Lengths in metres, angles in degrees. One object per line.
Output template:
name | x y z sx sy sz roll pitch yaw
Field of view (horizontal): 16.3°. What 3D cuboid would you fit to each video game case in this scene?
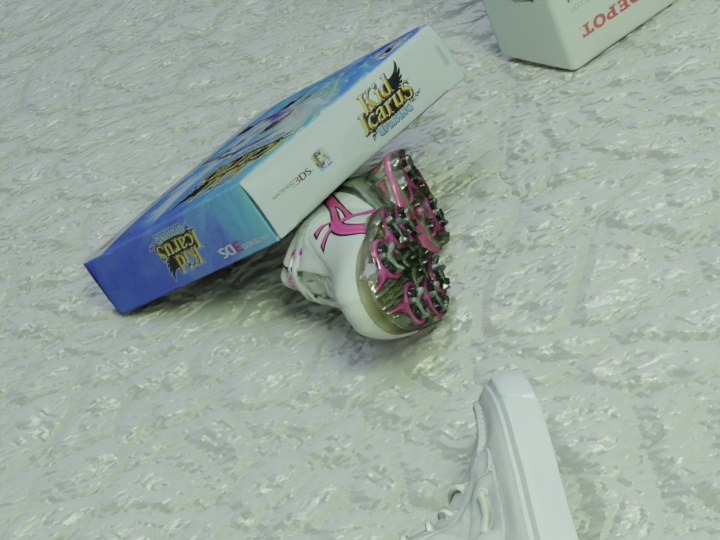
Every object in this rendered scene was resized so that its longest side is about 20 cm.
video game case | -0.056 -0.061 1.532 0.181 0.046 0.200 -44 12 -34

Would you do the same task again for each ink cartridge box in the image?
ink cartridge box | 0.134 -0.253 1.624 0.145 0.201 0.087 -34 30 -22

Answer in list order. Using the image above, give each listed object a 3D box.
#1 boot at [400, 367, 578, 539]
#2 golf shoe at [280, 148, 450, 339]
boot | 0.047 0.116 1.125 0.095 0.074 0.200 -16 26 3
golf shoe | 0.000 0.000 1.410 0.092 0.073 0.200 -28 14 11
